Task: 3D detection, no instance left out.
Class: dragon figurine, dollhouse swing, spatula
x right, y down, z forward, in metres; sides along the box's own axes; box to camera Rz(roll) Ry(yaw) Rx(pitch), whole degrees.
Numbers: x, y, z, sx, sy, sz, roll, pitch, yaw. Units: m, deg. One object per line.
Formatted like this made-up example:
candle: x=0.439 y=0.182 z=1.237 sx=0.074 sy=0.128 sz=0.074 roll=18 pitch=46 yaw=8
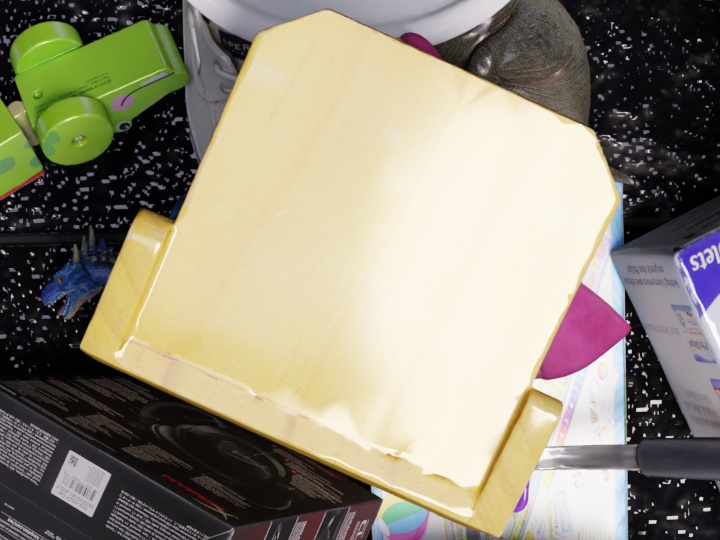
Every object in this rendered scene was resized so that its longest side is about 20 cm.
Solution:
dragon figurine: x=-0.067 y=-0.007 z=0.936 sx=0.200 sy=0.059 sz=0.100 roll=-27 pitch=113 yaw=26
dollhouse swing: x=0.000 y=0.000 z=0.859 sx=0.199 sy=0.182 sz=0.176 roll=23 pitch=84 yaw=-3
spatula: x=0.118 y=0.089 z=0.899 sx=0.199 sy=0.021 sz=0.057 roll=-4 pitch=88 yaw=32

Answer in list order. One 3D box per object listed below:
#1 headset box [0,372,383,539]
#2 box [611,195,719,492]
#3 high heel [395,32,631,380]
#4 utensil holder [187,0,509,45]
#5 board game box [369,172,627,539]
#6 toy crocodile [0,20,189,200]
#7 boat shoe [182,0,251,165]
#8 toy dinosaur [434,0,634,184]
headset box: x=-0.091 y=0.112 z=0.895 sx=0.149 sy=0.200 sz=0.077 roll=27 pitch=96 yaw=20
box: x=0.255 y=0.040 z=0.926 sx=0.184 sy=0.105 sz=0.200 roll=-27 pitch=95 yaw=-9
high heel: x=0.070 y=-0.033 z=0.896 sx=0.096 sy=0.067 sz=0.200 roll=-20 pitch=125 yaw=-9
utensil holder: x=-0.007 y=-0.226 z=0.849 sx=0.169 sy=0.170 sz=0.201 roll=-1 pitch=58 yaw=0
board game box: x=0.070 y=0.050 z=0.976 sx=0.134 sy=0.034 sz=0.201 roll=-1 pitch=95 yaw=-1
toy crocodile: x=-0.180 y=-0.066 z=0.952 sx=0.200 sy=0.062 sz=0.068 roll=-28 pitch=59 yaw=-3
boat shoe: x=-0.057 y=-0.113 z=0.941 sx=0.071 sy=0.070 sz=0.201 roll=-3 pitch=98 yaw=1
toy dinosaur: x=0.059 y=-0.112 z=0.926 sx=0.200 sy=0.077 sz=0.102 roll=34 pitch=98 yaw=9
